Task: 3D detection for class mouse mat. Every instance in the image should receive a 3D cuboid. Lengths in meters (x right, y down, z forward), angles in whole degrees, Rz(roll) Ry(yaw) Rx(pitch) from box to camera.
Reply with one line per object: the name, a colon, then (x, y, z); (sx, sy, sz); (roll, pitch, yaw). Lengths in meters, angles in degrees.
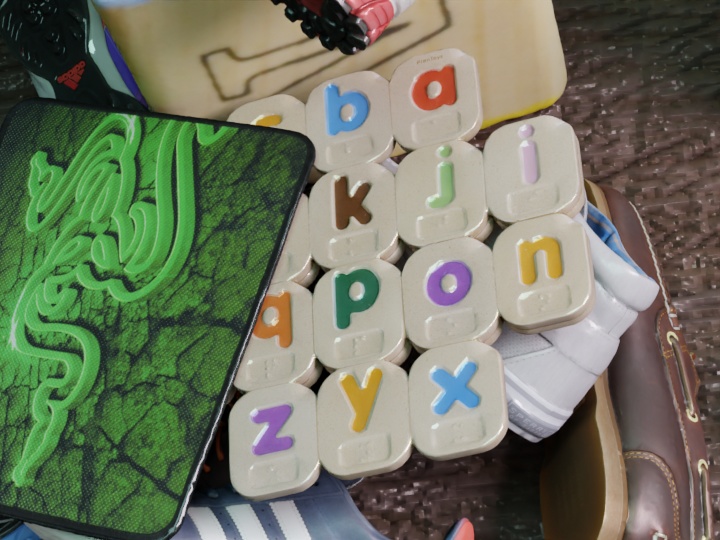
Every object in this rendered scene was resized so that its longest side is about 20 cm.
mouse mat: (-0.118, 0.016, 0.991); (0.161, 0.008, 0.200); (9, 64, 24)

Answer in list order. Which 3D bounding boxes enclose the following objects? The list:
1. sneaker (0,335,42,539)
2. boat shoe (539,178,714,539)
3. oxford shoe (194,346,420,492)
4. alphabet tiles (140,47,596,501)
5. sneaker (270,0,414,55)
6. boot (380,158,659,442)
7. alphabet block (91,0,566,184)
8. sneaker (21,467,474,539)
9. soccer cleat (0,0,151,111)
sneaker: (-0.125, 0.048, 1.022); (0.200, 0.071, 0.083); (-42, 106, -6)
boat shoe: (0.116, 0.052, 1.017); (0.070, 0.070, 0.200); (15, 56, -22)
oxford shoe: (-0.057, 0.071, 1.035); (0.200, 0.073, 0.071); (-34, 64, -5)
alphabet tiles: (0.000, 0.000, 0.967); (0.200, 0.015, 0.196); (-14, 57, 16)
sneaker: (-0.039, -0.176, 0.932); (0.082, 0.078, 0.200); (-40, 73, -13)
boot: (0.061, -0.016, 1.020); (0.096, 0.074, 0.200); (-49, 43, 12)
alphabet block: (-0.026, -0.175, 1.076); (0.196, 0.200, 0.196); (-16, 62, 4)
sneaker: (-0.044, 0.110, 0.990); (0.200, 0.075, 0.085); (19, 78, -7)
soccer cleat: (-0.122, -0.071, 1.118); (0.068, 0.073, 0.200); (-32, 63, 18)
